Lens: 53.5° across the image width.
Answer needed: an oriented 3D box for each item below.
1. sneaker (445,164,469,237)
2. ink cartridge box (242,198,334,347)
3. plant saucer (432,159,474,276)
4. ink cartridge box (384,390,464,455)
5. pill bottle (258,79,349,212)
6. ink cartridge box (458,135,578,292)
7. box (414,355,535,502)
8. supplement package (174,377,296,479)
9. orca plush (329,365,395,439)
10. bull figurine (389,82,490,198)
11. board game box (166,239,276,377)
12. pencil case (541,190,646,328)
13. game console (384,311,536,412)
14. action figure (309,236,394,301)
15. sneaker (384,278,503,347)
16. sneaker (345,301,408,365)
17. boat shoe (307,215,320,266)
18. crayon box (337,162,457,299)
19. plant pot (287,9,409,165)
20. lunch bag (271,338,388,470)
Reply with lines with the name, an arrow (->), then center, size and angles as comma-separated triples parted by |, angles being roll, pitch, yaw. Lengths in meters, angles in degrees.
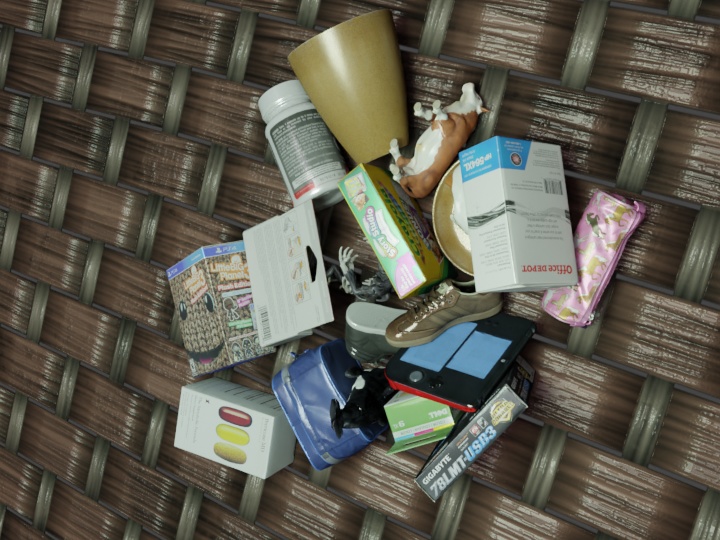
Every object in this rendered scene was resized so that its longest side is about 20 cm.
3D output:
sneaker -> 0.191, -0.066, 1.097 | 0.084, 0.072, 0.205 | -25, 83, 47
ink cartridge box -> -0.112, 0.007, 1.186 | 0.173, 0.044, 0.206 | -20, 75, 36
plant saucer -> 0.211, -0.090, 1.133 | 0.194, 0.035, 0.207 | 1, 92, 23
ink cartridge box -> 0.101, 0.210, 1.098 | 0.102, 0.199, 0.061 | -20, 90, 21
pill bottle -> -0.096, -0.212, 1.221 | 0.112, 0.113, 0.205 | -26, 81, 21
ink cartridge box -> 0.225, -0.074, 1.013 | 0.083, 0.143, 0.207 | -14, 79, 51
box -> 0.177, 0.229, 1.066 | 0.050, 0.198, 0.201 | 42, 106, 11
supplement package -> -0.220, 0.279, 1.288 | 0.195, 0.109, 0.117 | 11, 96, 22
orca plush -> 0.018, 0.190, 1.129 | 0.070, 0.198, 0.107 | -35, 72, 27
bull figurine -> 0.121, -0.208, 1.125 | 0.065, 0.120, 0.203 | 41, 107, 43
board game box -> -0.251, 0.070, 1.272 | 0.158, 0.095, 0.206 | -23, 81, 49
pencil case -> 0.343, -0.017, 1.053 | 0.085, 0.083, 0.205 | 25, 100, 12
game console -> 0.148, 0.122, 1.075 | 0.174, 0.200, 0.032 | 8, 129, 42
action figure -> 0.000, 0.000, 1.186 | 0.195, 0.118, 0.105 | -2, 99, 29
sneaker -> 0.124, 0.050, 1.104 | 0.195, 0.071, 0.077 | -21, 119, -5
sneaker -> 0.062, 0.119, 1.193 | 0.194, 0.072, 0.100 | 16, 141, -3
boat shoe -> -0.124, -0.006, 1.265 | 0.070, 0.062, 0.206 | 20, 99, 21
crayon box -> 0.062, -0.062, 1.124 | 0.058, 0.172, 0.203 | -33, 79, 20
plant pot -> 0.004, -0.284, 1.158 | 0.182, 0.186, 0.205 | -20, 99, 22
lunch bag -> -0.061, 0.221, 1.204 | 0.131, 0.135, 0.203 | -34, 79, 20
